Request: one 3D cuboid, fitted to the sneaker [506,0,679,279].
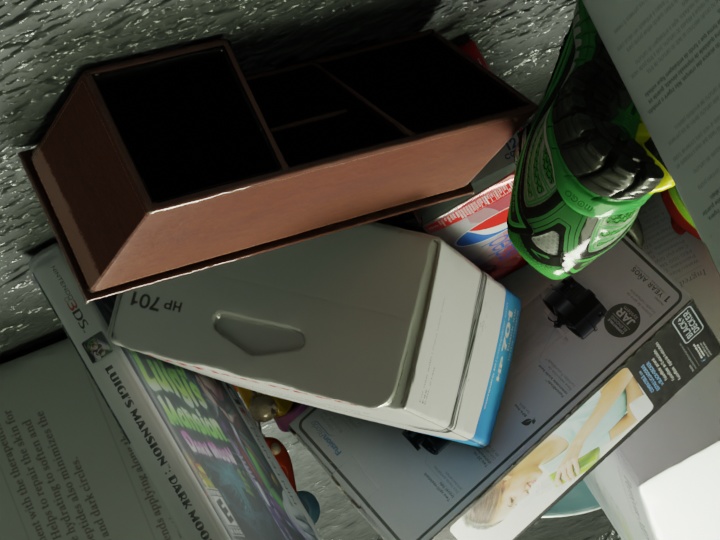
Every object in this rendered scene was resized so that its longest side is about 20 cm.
[{"bbox_3d":[0.103,-0.067,1.195,0.085,0.078,0.200,-51,-178,31],"label":"sneaker"}]

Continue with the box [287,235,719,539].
[{"bbox_3d":[0.075,0.062,1.420,0.200,0.117,0.060,-43,143,-3],"label":"box"}]

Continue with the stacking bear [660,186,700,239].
[{"bbox_3d":[0.219,-0.059,1.504,0.200,0.114,0.122,139,-24,-81],"label":"stacking bear"}]

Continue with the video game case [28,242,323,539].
[{"bbox_3d":[-0.080,0.079,1.334,0.023,0.182,0.200,-33,166,7],"label":"video game case"}]

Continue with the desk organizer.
[{"bbox_3d":[-0.031,-0.057,1.135,0.200,0.072,0.077,-16,162,-32],"label":"desk organizer"}]

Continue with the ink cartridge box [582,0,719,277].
[{"bbox_3d":[0.161,-0.098,1.028,0.041,0.200,0.200,-18,166,-26],"label":"ink cartridge box"}]

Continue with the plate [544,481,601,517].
[{"bbox_3d":[0.095,0.106,1.850,0.200,0.200,0.026,-14,124,-37],"label":"plate"}]

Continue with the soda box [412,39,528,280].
[{"bbox_3d":[0.055,-0.048,1.325,0.063,0.070,0.200,-28,168,4],"label":"soda box"}]

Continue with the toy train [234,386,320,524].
[{"bbox_3d":[-0.039,0.100,1.593,0.056,0.151,0.200,-13,178,29],"label":"toy train"}]

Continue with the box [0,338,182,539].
[{"bbox_3d":[-0.160,0.162,1.478,0.171,0.199,0.200,-22,167,-9],"label":"box"}]

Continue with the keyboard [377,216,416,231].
[{"bbox_3d":[0.000,0.000,1.490,0.199,0.040,0.104,-11,161,-8],"label":"keyboard"}]

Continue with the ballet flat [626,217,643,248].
[{"bbox_3d":[0.070,0.007,1.569,0.200,0.064,0.067,-25,138,-3],"label":"ballet flat"}]

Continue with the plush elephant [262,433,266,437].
[{"bbox_3d":[-0.132,0.173,1.729,0.165,0.155,0.200,-64,-159,3],"label":"plush elephant"}]

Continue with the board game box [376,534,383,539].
[{"bbox_3d":[0.051,0.140,1.527,0.200,0.026,0.200,-55,-175,-12],"label":"board game box"}]

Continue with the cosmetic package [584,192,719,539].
[{"bbox_3d":[0.189,0.086,1.644,0.123,0.200,0.200,-30,140,-5],"label":"cosmetic package"}]

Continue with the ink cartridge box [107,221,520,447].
[{"bbox_3d":[-0.016,0.023,1.298,0.146,0.086,0.200,13,174,15],"label":"ink cartridge box"}]
